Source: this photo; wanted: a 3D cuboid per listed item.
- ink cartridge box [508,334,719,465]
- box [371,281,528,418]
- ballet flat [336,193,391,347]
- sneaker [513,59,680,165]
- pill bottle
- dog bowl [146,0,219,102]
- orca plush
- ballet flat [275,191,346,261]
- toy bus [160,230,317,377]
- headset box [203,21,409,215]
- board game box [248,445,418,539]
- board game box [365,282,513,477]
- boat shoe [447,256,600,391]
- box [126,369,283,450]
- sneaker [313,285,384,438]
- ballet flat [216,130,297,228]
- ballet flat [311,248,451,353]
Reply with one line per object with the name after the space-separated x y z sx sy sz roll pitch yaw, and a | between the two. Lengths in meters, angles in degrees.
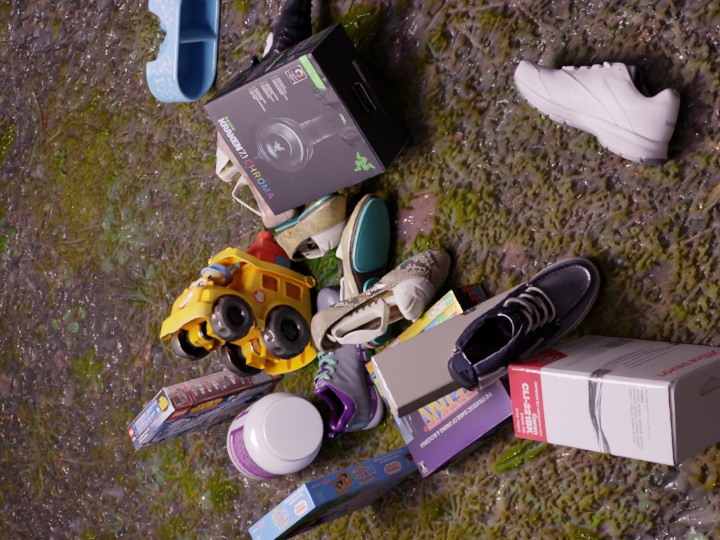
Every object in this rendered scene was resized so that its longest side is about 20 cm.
0.275 0.127 1.220 0.199 0.144 0.084 2 102 48 | ink cartridge box
0.115 0.091 1.346 0.082 0.199 0.069 83 161 -74 | box
0.000 0.000 1.538 0.070 0.070 0.201 10 109 46 | ballet flat
0.249 -0.182 1.243 0.199 0.074 0.088 32 110 31 | sneaker
-0.115 0.229 1.651 0.200 0.112 0.113 142 111 -69 | pill bottle
-0.252 -0.337 1.718 0.049 0.111 0.201 17 112 29 | dog bowl
-0.075 -0.278 1.546 0.071 0.105 0.201 32 98 40 | orca plush
-0.056 -0.053 1.579 0.200 0.070 0.071 -26 80 65 | ballet flat
-0.160 0.033 1.644 0.135 0.199 0.193 -24 55 48 | toy bus
-0.061 -0.186 1.479 0.199 0.093 0.175 -18 114 35 | headset box
-0.028 0.292 1.550 0.151 0.199 0.037 -45 67 43 | board game box
0.110 0.138 1.469 0.200 0.056 0.166 -45 65 43 | board game box
0.180 0.050 1.264 0.075 0.200 0.093 47 172 13 | boat shoe
-0.227 0.194 1.743 0.137 0.199 0.040 -44 68 43 | box
-0.032 0.120 1.596 0.074 0.087 0.201 -24 82 47 | sneaker
-0.164 -0.139 1.685 0.067 0.068 0.200 -41 64 8 | ballet flat
0.030 0.048 1.464 0.199 0.068 0.075 -28 32 11 | ballet flat
